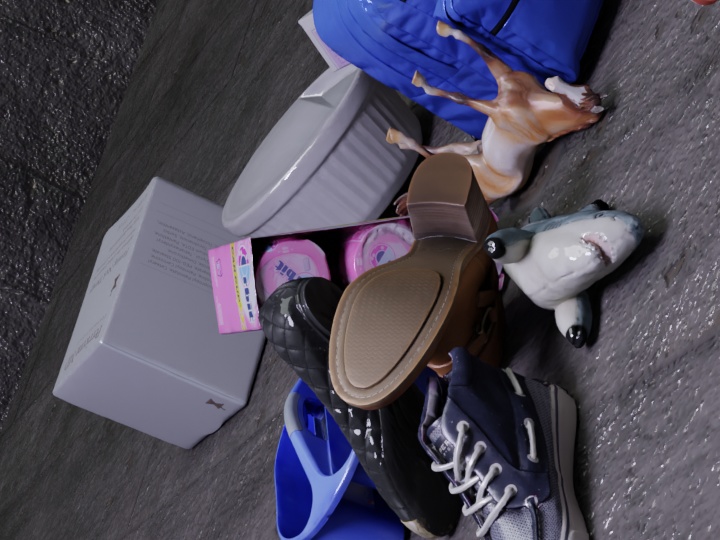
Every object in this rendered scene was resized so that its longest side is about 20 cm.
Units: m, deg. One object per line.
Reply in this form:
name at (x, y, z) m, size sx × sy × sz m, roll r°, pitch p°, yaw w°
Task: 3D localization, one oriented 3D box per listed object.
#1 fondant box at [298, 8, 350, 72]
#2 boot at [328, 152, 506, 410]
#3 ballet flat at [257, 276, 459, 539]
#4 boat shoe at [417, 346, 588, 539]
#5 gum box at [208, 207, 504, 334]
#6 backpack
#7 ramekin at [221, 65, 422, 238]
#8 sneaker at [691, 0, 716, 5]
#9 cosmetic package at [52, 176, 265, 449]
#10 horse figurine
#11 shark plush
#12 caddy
fondant box at (0.059, -0.261, 1.667) m, size 0.200 × 0.058 × 0.144 m, roll -42°, pitch 13°, yaw -33°
boot at (0.046, 0.042, 1.293) m, size 0.156 × 0.076 × 0.201 m, roll 70°, pitch -151°, yaw -49°
ballet flat at (0.004, 0.092, 1.309) m, size 0.066 × 0.201 × 0.057 m, roll -34°, pitch 3°, yaw -43°
boat shoe at (0.077, 0.132, 1.152) m, size 0.075 × 0.092 × 0.201 m, roll -54°, pitch 19°, yaw 32°
gum box at (0.000, 0.000, 1.431) m, size 0.113 × 0.198 × 0.067 m, roll 167°, pitch 94°, yaw -70°
backpack at (0.078, -0.215, 1.469) m, size 0.168 × 0.199 × 0.164 m, roll -28°, pitch 39°, yaw 64°
ramekin at (-0.028, -0.093, 1.762) m, size 0.203 × 0.094 × 0.203 m, roll -48°, pitch 15°, yaw 17°
sneaker at (0.260, -0.254, 1.222) m, size 0.081 × 0.077 × 0.202 m, roll -1°, pitch 62°, yaw 42°
cosmetic package at (-0.193, 0.047, 2.013) m, size 0.167 × 0.165 × 0.202 m, roll -40°, pitch 31°, yaw 56°
horse figurine at (0.091, -0.100, 1.438) m, size 0.201 × 0.131 × 0.050 m, roll 116°, pitch 176°, yaw -50°
shark plush at (0.141, -0.012, 1.285) m, size 0.083 × 0.091 × 0.200 m, roll -44°, pitch -3°, yaw 4°
caddy at (-0.009, 0.123, 1.416) m, size 0.142 × 0.104 × 0.200 m, roll -60°, pitch 17°, yaw 21°
